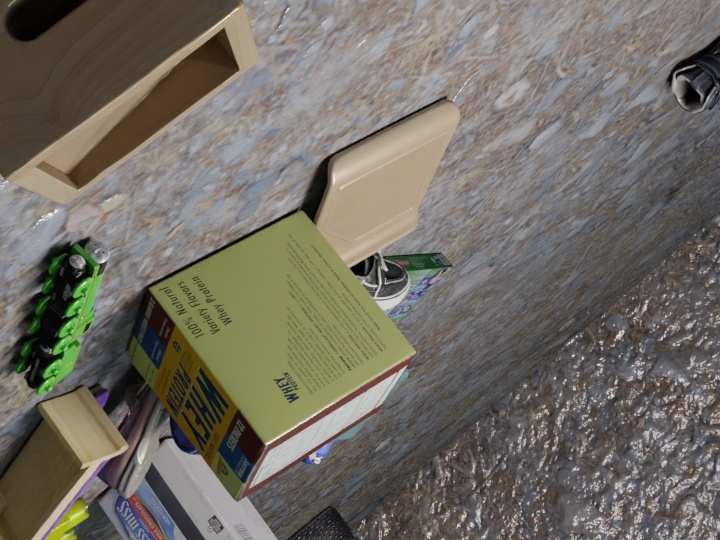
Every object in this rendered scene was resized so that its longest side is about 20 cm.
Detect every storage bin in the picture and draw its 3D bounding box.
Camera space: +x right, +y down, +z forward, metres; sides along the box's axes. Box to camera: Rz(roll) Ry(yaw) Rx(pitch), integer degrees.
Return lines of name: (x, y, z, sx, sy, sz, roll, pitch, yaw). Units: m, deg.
storage bin: (-0.109, 0.625, 3.053, 0.199, 0.094, 0.135, -38, 165, -4)

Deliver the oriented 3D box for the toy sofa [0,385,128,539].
toy sofa: (-0.321, 0.215, 1.454, 0.097, 0.083, 0.200, -15, 151, -54)

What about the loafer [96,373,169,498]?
loafer: (-0.241, 0.155, 1.506, 0.201, 0.062, 0.072, -65, 174, 19)

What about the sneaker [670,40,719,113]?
sneaker: (0.539, -0.310, 2.008, 0.146, 0.077, 0.203, -27, 161, -46)

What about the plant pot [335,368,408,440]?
plant pot: (-0.077, 0.127, 1.681, 0.199, 0.142, 0.141, -8, 146, -49)

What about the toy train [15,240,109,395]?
toy train: (-0.258, 0.042, 1.207, 0.056, 0.042, 0.200, -39, 168, -41)

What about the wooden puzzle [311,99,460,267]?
wooden puzzle: (0.013, -0.085, 1.491, 0.184, 0.037, 0.201, -30, 154, -32)

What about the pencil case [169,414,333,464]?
pencil case: (-0.113, 0.171, 1.516, 0.199, 0.087, 0.078, 13, 128, -43)

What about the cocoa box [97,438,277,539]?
cocoa box: (-0.219, 0.336, 1.800, 0.131, 0.200, 0.133, -41, 165, 9)

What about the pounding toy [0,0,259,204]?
pounding toy: (-0.181, -0.134, 0.777, 0.199, 0.143, 0.184, -36, 179, -2)

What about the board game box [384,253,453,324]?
board game box: (0.038, 0.034, 1.886, 0.135, 0.029, 0.200, -45, 164, 20)

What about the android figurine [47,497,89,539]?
android figurine: (-0.420, 0.342, 1.650, 0.199, 0.041, 0.182, -28, 161, -39)

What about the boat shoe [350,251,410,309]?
boat shoe: (-0.002, -0.002, 1.621, 0.198, 0.074, 0.068, 3, 131, -46)

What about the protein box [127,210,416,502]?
protein box: (-0.093, 0.085, 1.403, 0.199, 0.199, 0.135, -29, 161, -33)
